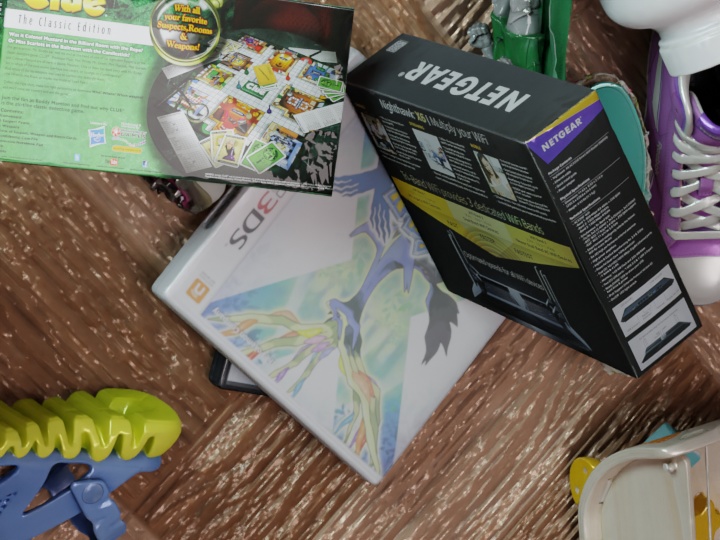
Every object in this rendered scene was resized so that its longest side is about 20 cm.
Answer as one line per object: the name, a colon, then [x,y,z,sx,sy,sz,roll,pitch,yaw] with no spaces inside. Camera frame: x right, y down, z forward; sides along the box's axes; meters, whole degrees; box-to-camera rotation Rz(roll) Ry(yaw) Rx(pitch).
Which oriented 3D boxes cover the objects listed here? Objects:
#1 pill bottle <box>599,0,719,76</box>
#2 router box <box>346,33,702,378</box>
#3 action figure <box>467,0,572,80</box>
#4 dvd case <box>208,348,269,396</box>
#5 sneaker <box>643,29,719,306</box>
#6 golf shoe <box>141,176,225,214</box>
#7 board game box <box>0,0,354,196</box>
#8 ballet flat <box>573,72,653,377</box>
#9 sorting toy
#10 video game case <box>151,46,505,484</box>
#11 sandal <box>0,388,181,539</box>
pill bottle: [0.170,-0.216,1.410,0.110,0.111,0.201,-29,100,-20]
router box: [0.086,-0.040,1.361,0.052,0.200,0.158,-37,119,-16]
action figure: [0.094,-0.128,1.436,0.054,0.118,0.201,-10,118,-9]
dvd case: [-0.003,-0.016,1.470,0.142,0.018,0.201,11,98,-33]
sneaker: [0.207,-0.067,1.514,0.072,0.114,0.202,-5,104,0]
golf shoe: [-0.107,-0.126,1.345,0.092,0.073,0.201,-31,118,-19]
board game box: [-0.100,-0.100,1.301,0.199,0.023,0.106,6,97,-28]
ballet flat: [0.147,-0.030,1.528,0.075,0.064,0.201,-13,110,-10]
sorting toy: [0.239,0.171,1.625,0.179,0.107,0.201,-18,112,-33]
video game case: [0.000,0.000,1.452,0.200,0.022,0.183,43,80,-32]
sandal: [-0.194,0.115,1.364,0.199,0.079,0.088,3,106,-29]
